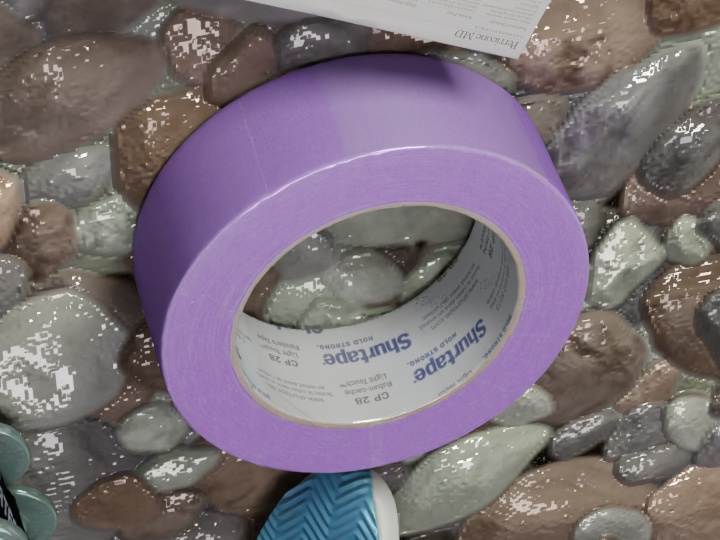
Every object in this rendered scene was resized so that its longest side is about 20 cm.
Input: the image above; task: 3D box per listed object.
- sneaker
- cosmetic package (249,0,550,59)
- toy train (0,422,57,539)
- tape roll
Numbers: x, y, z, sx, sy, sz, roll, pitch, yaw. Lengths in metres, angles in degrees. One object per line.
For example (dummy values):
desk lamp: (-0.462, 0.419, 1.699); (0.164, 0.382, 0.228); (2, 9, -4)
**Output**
sneaker: (-0.007, 0.179, 1.401); (0.081, 0.076, 0.201); (-36, 138, -48)
cosmetic package: (-0.009, -0.147, 1.089); (0.199, 0.051, 0.083); (10, 127, -29)
toy train: (-0.207, 0.113, 1.252); (0.113, 0.086, 0.201); (-11, 136, 3)
tape roll: (0.000, 0.000, 1.229); (0.198, 0.066, 0.201); (-10, 136, -10)
